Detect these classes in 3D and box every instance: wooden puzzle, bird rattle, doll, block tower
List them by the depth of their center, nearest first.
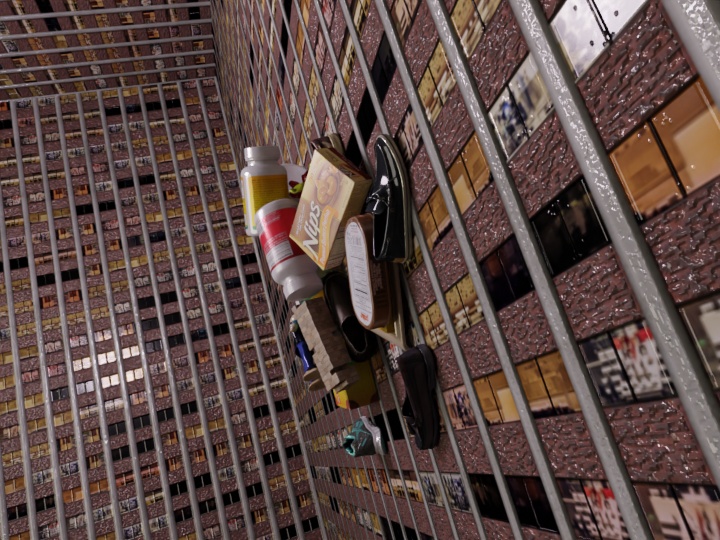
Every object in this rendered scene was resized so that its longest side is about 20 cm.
[{"bbox_3d":[0.028,0.040,0.990,0.184,0.037,0.205,-162,59,-67],"label":"wooden puzzle"},{"bbox_3d":[-0.074,0.151,1.107,0.058,0.053,0.203,-44,67,42],"label":"block tower"},{"bbox_3d":[-0.126,0.176,1.202,0.138,0.048,0.202,72,175,-45],"label":"doll"},{"bbox_3d":[-0.106,-0.156,1.232,0.165,0.112,0.200,57,164,-3],"label":"bird rattle"}]

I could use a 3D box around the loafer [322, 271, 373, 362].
[{"bbox_3d":[-0.021,0.091,1.113,0.071,0.072,0.203,109,137,-76],"label":"loafer"}]

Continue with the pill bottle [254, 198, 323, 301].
[{"bbox_3d":[-0.152,-0.042,1.151,0.113,0.110,0.203,117,134,-66],"label":"pill bottle"}]

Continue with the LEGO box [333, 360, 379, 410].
[{"bbox_3d":[-0.031,0.224,1.285,0.149,0.076,0.205,147,110,-73],"label":"LEGO box"}]

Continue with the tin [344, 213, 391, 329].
[{"bbox_3d":[0.011,0.004,0.930,0.112,0.041,0.205,-159,61,-71],"label":"tin"}]

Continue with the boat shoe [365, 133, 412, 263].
[{"bbox_3d":[0.039,-0.108,0.831,0.075,0.061,0.205,-143,45,-69],"label":"boat shoe"}]

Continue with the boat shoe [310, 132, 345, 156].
[{"bbox_3d":[-0.057,-0.185,1.084,0.072,0.070,0.204,123,133,-68],"label":"boat shoe"}]

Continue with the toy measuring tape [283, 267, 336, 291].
[{"bbox_3d":[-0.094,-0.009,1.223,0.201,0.073,0.074,-50,38,13],"label":"toy measuring tape"}]

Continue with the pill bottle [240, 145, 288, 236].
[{"bbox_3d":[-0.226,-0.189,1.264,0.113,0.110,0.205,-158,62,-71],"label":"pill bottle"}]

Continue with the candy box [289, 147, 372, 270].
[{"bbox_3d":[-0.062,-0.117,1.020,0.115,0.055,0.202,42,129,27],"label":"candy box"}]

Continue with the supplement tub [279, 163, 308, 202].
[{"bbox_3d":[-0.190,-0.166,1.432,0.202,0.141,0.146,95,156,-47],"label":"supplement tub"}]

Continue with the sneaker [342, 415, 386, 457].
[{"bbox_3d":[-0.007,0.415,1.315,0.200,0.089,0.079,151,107,-74],"label":"sneaker"}]

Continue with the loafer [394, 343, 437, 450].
[{"bbox_3d":[0.089,0.218,0.891,0.072,0.062,0.204,-133,34,-61],"label":"loafer"}]

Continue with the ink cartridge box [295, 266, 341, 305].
[{"bbox_3d":[-0.104,0.027,1.303,0.067,0.115,0.205,-8,95,52],"label":"ink cartridge box"}]

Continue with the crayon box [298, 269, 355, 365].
[{"bbox_3d":[-0.058,0.116,1.186,0.058,0.117,0.203,75,173,-72],"label":"crayon box"}]
